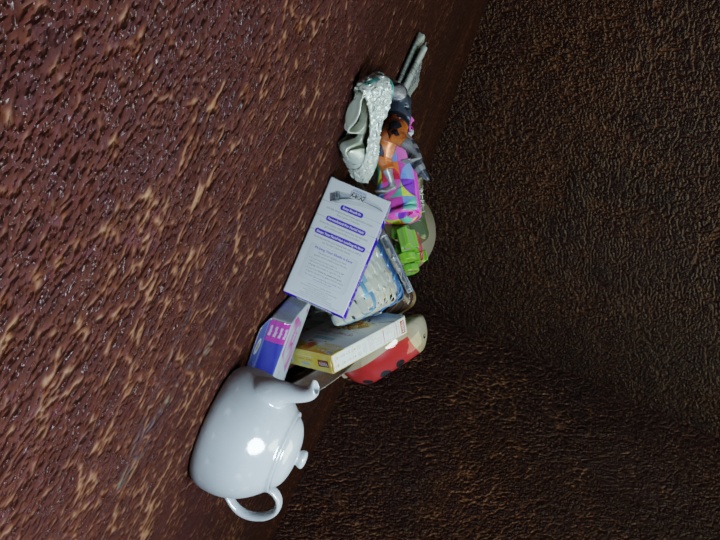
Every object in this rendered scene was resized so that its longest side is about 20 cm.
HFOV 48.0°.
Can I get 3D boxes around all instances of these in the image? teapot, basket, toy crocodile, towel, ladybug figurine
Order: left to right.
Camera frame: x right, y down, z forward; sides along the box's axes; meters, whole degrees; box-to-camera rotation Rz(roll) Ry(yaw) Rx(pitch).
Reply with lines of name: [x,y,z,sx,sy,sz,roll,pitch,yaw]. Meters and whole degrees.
teapot: [-0.145,0.248,1.158,0.200,0.144,0.199,101,13,-70]
basket: [0.000,0.000,1.488,0.138,0.178,0.199,-25,-177,37]
ladybug figurine: [0.051,0.161,1.588,0.199,0.072,0.136,-33,176,7]
towel: [0.092,-0.365,1.678,0.193,0.034,0.202,92,20,-75]
toy crocodile: [0.096,-0.041,1.565,0.200,0.061,0.068,66,11,-72]

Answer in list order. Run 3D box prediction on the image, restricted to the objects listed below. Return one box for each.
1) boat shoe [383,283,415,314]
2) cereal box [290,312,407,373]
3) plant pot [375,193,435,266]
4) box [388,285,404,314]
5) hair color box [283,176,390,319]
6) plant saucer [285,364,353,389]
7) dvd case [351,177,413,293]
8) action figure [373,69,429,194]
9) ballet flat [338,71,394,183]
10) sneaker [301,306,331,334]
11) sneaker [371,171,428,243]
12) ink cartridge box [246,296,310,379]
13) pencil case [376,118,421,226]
boat shoe: [0.018,0.085,1.647,0.199,0.071,0.070,-36,159,26]
cereal box: [-0.030,0.125,1.486,0.199,0.143,0.040,-25,111,-42]
plant pot: [0.040,-0.076,1.696,0.199,0.186,0.190,-15,129,-65]
box: [-0.001,0.082,1.734,0.038,0.198,0.138,26,87,-52]
hair color box: [-0.036,-0.035,1.311,0.065,0.108,0.202,64,49,-83]
plant saucer: [-0.098,0.195,1.515,0.198,0.035,0.200,-28,-174,3]
dvd case: [0.038,-0.071,1.460,0.149,0.016,0.201,61,3,-42]
action figure: [0.049,-0.226,1.334,0.200,0.103,0.196,112,-25,-67]
ballet flat: [-0.003,-0.214,1.241,0.072,0.071,0.202,-62,170,-46]
sneaker: [-0.081,0.083,1.620,0.200,0.069,0.095,-60,163,-69]
sneaker: [0.094,-0.156,1.615,0.089,0.202,0.067,-32,180,35]
ink cartridge box: [-0.147,0.153,1.328,0.200,0.043,0.199,-57,169,-71]
pencil case: [0.069,-0.188,1.530,0.088,0.087,0.203,91,-6,-76]
